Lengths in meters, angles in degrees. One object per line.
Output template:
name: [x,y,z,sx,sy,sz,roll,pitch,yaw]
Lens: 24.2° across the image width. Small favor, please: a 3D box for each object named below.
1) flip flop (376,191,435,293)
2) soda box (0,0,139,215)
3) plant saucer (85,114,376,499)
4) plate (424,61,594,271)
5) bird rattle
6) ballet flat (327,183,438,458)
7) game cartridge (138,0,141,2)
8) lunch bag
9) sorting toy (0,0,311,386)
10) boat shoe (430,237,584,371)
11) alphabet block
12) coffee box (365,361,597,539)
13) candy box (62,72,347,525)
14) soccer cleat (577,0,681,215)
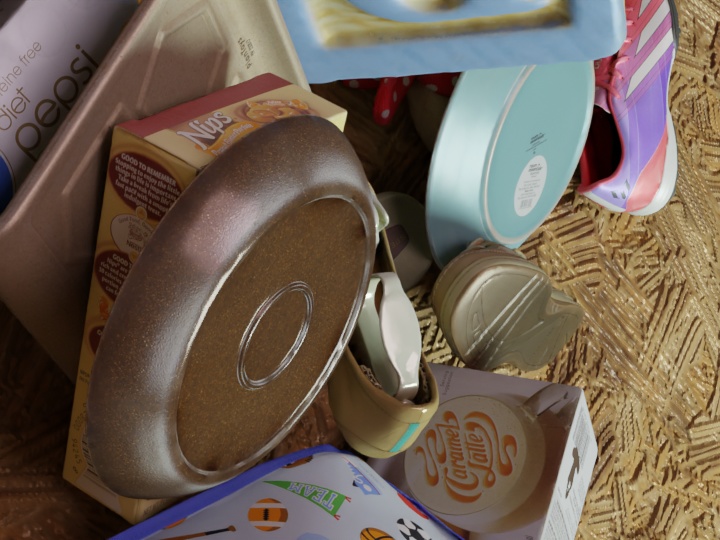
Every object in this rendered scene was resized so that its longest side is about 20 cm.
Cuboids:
flip flop: [-0.006,0.013,0.975,0.200,0.058,0.081,-41,112,-44]
soda box: [-0.180,-0.060,0.788,0.068,0.064,0.200,46,60,-25]
plant saucer: [-0.050,0.025,0.784,0.200,0.032,0.200,-44,150,-34]
plate: [0.105,-0.084,1.061,0.200,0.026,0.200,-41,142,-41]
bird rattle: [0.075,-0.138,1.069,0.200,0.113,0.163,-49,132,-37]
ballet flat: [0.000,0.000,0.908,0.069,0.063,0.200,-7,70,-33]
game cartridge: [-0.112,-0.133,0.923,0.176,0.032,0.200,-29,104,-45]
lunch bag: [-0.018,0.184,0.823,0.200,0.170,0.124,-26,142,-40]
sorting toy: [-0.103,-0.050,0.823,0.200,0.036,0.185,-56,156,-17]
boat shoe: [0.077,0.018,1.019,0.071,0.065,0.200,-49,158,5]
alphabet block: [0.042,-0.244,0.920,0.195,0.196,0.200,71,20,-55]
coffee box: [0.053,0.160,0.951,0.080,0.114,0.200,68,36,-53]
candy box: [-0.078,0.013,0.822,0.115,0.055,0.200,-29,140,-51]
soccer cleat: [0.184,-0.141,1.202,0.073,0.068,0.200,6,79,-40]
